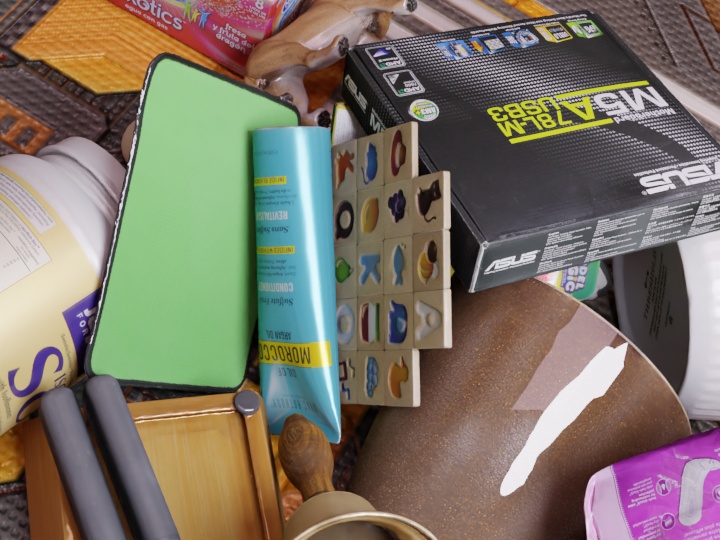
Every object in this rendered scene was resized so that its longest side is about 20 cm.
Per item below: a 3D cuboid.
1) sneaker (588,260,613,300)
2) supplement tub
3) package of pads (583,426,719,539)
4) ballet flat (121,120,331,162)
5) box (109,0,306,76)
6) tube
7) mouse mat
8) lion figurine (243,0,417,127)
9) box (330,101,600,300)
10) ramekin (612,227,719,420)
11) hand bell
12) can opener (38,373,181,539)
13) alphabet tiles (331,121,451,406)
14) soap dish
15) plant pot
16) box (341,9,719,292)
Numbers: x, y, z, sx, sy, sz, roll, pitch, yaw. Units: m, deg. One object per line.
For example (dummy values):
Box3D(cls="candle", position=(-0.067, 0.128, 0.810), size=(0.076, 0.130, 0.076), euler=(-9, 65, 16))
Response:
Box3D(cls="sneaker", position=(0.089, -0.023, 0.955), size=(0.200, 0.076, 0.115), euler=(42, 95, -13))
Box3D(cls="supplement tub", position=(-0.228, 0.019, 0.782), size=(0.200, 0.146, 0.145), euler=(-36, 74, -30))
Box3D(cls="package of pads", position=(0.218, 0.139, 0.710), size=(0.199, 0.120, 0.076), euler=(22, 49, -53))
Box3D(cls="ballet flat", position=(-0.074, -0.091, 0.936), size=(0.198, 0.070, 0.070), euler=(6, 58, -12))
Box3D(cls="box", position=(-0.138, -0.255, 1.004), size=(0.199, 0.096, 0.100), euler=(30, 55, 4))
Box3D(cls="tube", position=(-0.042, 0.008, 0.829), size=(0.050, 0.077, 0.202), euler=(-4, 93, -38))
Box3D(cls="mouse mat", position=(-0.101, -0.023, 0.810), size=(0.007, 0.161, 0.202), euler=(11, 88, 32))
Box3D(cls="lion figurine", position=(-0.034, -0.168, 0.962), size=(0.122, 0.073, 0.200), euler=(14, 33, 36))
Box3D(cls="box", position=(0.072, -0.047, 0.886), size=(0.198, 0.048, 0.118), euler=(8, 99, -3))
Box3D(cls="ramekin", position=(0.245, 0.013, 0.896), size=(0.093, 0.203, 0.204), euler=(-7, 61, -7))
Box3D(cls="hand bell", position=(-0.022, 0.131, 0.723), size=(0.103, 0.105, 0.200), euler=(3, 20, -14))
Box3D(cls="can opener", position=(-0.120, 0.141, 0.686), size=(0.053, 0.067, 0.201), euler=(-15, 64, -24))
Box3D(cls="alphabet tiles", position=(0.000, 0.000, 0.806), size=(0.006, 0.200, 0.168), euler=(2, 85, -30))
Box3D(cls="soap dish", position=(-0.114, 0.167, 0.762), size=(0.156, 0.081, 0.201), euler=(-3, 59, -17))
Box3D(cls="plant pot", position=(0.072, 0.132, 0.796), size=(0.186, 0.187, 0.200), euler=(38, 72, 9))
Box3D(cls="box", position=(0.114, -0.085, 0.818), size=(0.198, 0.048, 0.194), euler=(-12, 47, -22))
